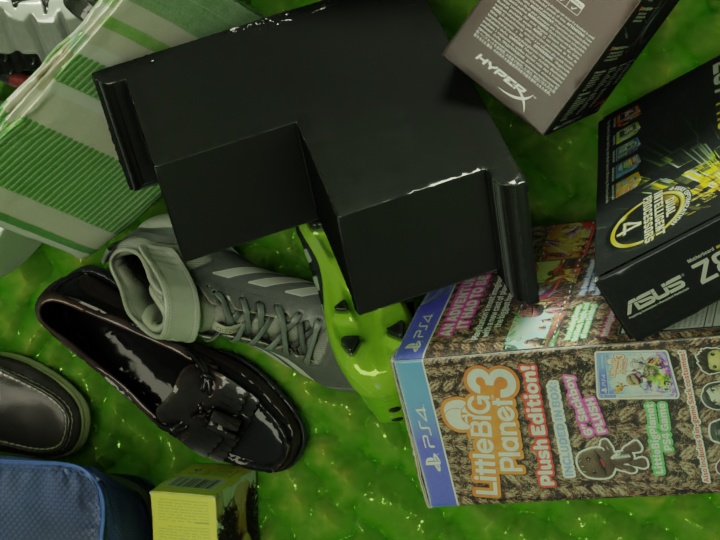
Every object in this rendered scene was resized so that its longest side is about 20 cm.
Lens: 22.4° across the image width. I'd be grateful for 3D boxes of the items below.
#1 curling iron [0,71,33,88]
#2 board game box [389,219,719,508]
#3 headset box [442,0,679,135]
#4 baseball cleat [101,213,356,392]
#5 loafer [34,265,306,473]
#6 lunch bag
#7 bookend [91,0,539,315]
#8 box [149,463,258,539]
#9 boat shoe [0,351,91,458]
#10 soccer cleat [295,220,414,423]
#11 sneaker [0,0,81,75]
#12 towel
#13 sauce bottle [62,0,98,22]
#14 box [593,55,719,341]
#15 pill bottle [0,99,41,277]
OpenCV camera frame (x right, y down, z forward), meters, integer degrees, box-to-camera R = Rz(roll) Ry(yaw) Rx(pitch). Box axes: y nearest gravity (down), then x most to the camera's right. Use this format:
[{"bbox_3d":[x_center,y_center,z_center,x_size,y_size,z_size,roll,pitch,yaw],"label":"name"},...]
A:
[{"bbox_3d":[-0.154,-0.113,1.175,0.199,0.026,0.050,25,109,13],"label":"curling iron"},{"bbox_3d":[0.138,0.046,1.022,0.199,0.160,0.097,-5,115,20],"label":"board game box"},{"bbox_3d":[0.147,-0.180,0.995,0.075,0.149,0.200,39,110,9],"label":"headset box"},{"bbox_3d":[-0.071,0.033,1.130,0.199,0.106,0.070,25,119,18],"label":"baseball cleat"},{"bbox_3d":[-0.128,0.072,1.178,0.199,0.063,0.072,35,109,10],"label":"loafer"},{"bbox_3d":[-0.233,0.193,1.198,0.198,0.132,0.137,4,80,16],"label":"lunch bag"},{"bbox_3d":[-0.027,-0.049,1.013,0.197,0.201,0.092,-18,135,-6],"label":"bookend"},{"bbox_3d":[-0.099,0.234,1.191,0.050,0.075,0.202,2,101,19],"label":"box"},{"bbox_3d":[-0.281,0.082,1.231,0.199,0.065,0.072,22,104,14],"label":"boat shoe"},{"bbox_3d":[0.000,0.000,1.090,0.067,0.081,0.201,-11,52,3],"label":"soccer cleat"},{"bbox_3d":[-0.199,-0.175,1.149,0.198,0.091,0.067,-1,140,8],"label":"sneaker"},{"bbox_3d":[-0.147,-0.096,1.097,0.200,0.152,0.023,-46,55,13],"label":"towel"},{"bbox_3d":[-0.106,-0.230,1.052,0.066,0.066,0.201,37,108,10],"label":"sauce bottle"},{"bbox_3d":[0.204,-0.060,0.969,0.160,0.200,0.049,-26,112,22],"label":"box"},{"bbox_3d":[-0.290,-0.087,1.182,0.200,0.109,0.109,37,109,9],"label":"pill bottle"}]
